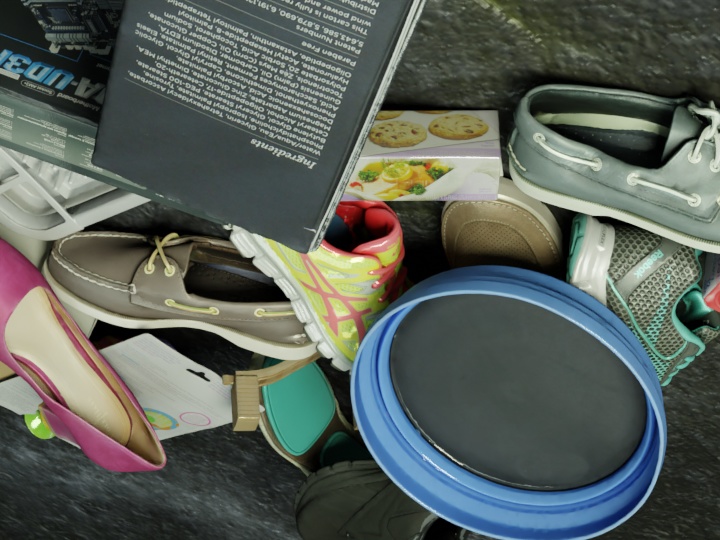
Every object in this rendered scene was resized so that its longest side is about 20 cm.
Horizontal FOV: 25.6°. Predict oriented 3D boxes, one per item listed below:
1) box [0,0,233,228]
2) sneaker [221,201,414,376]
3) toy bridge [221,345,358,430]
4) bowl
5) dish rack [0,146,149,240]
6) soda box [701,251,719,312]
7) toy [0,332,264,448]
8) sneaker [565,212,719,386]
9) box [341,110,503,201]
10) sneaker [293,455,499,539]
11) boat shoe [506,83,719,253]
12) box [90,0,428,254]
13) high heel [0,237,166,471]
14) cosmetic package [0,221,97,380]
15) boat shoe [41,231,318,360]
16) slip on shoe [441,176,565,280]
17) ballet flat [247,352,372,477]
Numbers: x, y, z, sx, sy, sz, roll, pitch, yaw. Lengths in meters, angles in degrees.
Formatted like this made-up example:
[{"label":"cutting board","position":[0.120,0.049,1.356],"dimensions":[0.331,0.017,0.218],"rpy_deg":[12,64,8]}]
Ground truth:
[{"label":"box","position":[-0.134,-0.126,0.840],"dimensions":[0.199,0.160,0.046],"rpy_deg":[19,144,-3]},{"label":"sneaker","position":[0.000,0.000,1.010],"dimensions":[0.090,0.079,0.200],"rpy_deg":[-19,129,38]},{"label":"toy bridge","position":[0.002,0.076,1.103],"dimensions":[0.198,0.068,0.027],"rpy_deg":[2,154,-14]},{"label":"bowl","position":[0.092,0.083,0.981],"dimensions":[0.199,0.039,0.202],"rpy_deg":[12,129,15]},{"label":"dish rack","position":[-0.195,-0.105,0.987],"dimensions":[0.199,0.044,0.172],"rpy_deg":[-17,130,37]},{"label":"soda box","position":[0.302,0.017,0.921],"dimensions":[0.199,0.064,0.070],"rpy_deg":[22,143,-6]},{"label":"toy","position":[-0.173,0.080,1.156],"dimensions":[0.199,0.048,0.115],"rpy_deg":[-22,136,38]},{"label":"sneaker","position":[0.182,0.046,1.001],"dimensions":[0.090,0.078,0.201],"rpy_deg":[1,141,15]},{"label":"box","position":[-0.016,-0.067,0.929],"dimensions":[0.198,0.042,0.039],"rpy_deg":[1,140,1]},{"label":"sneaker","position":[0.024,0.172,1.121],"dimensions":[0.076,0.091,0.199],"rpy_deg":[6,155,-40]},{"label":"boat shoe","position":[0.176,-0.061,0.869],"dimensions":[0.198,0.073,0.062],"rpy_deg":[12,147,17]},{"label":"box","position":[-0.023,-0.154,0.726],"dimensions":[0.123,0.201,0.197],"rpy_deg":[21,142,-2]},{"label":"high heel","position":[-0.194,0.057,1.038],"dimensions":[0.095,0.067,0.201],"rpy_deg":[15,137,34]},{"label":"cosmetic package","position":[-0.282,0.024,1.160],"dimensions":[0.105,0.071,0.199],"rpy_deg":[39,138,-27]},{"label":"boat shoe","position":[-0.116,0.005,1.072],"dimensions":[0.198,0.072,0.060],"rpy_deg":[15,137,-2]},{"label":"slip on shoe","position":[0.092,0.024,1.016],"dimensions":[0.075,0.061,0.201],"rpy_deg":[6,141,16]},{"label":"ballet flat","position":[-0.045,0.118,1.192],"dimensions":[0.062,0.068,0.201],"rpy_deg":[18,149,44]}]
